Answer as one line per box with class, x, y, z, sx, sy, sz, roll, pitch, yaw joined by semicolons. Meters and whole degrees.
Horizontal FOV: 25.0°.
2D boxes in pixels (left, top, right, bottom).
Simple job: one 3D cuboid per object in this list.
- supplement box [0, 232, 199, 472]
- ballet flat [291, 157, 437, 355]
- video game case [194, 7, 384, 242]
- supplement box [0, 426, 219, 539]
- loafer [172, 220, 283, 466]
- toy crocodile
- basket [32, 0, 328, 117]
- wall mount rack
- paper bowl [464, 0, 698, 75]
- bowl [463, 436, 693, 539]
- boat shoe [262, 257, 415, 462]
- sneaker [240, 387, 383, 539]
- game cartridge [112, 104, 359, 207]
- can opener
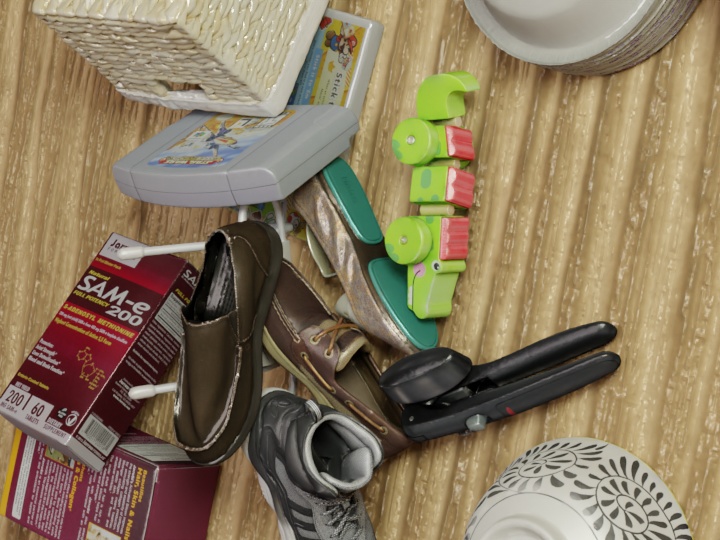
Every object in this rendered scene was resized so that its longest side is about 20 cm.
supplement box;-0.233;0.072;1.493;0.108;0.061;0.201;19;69;37
ballet flat;0.000;0.000;1.362;0.067;0.068;0.201;-40;64;34
video game case;-0.076;-0.144;1.461;0.181;0.023;0.201;22;100;37
supplement box;-0.237;0.206;1.525;0.199;0.085;0.111;17;97;38
loafer;-0.120;0.054;1.295;0.073;0.071;0.201;5;84;36
toy crocodile;0.065;-0.061;1.313;0.061;0.067;0.201;3;89;38
basket;-0.147;-0.257;1.402;0.197;0.161;0.201;10;75;37
wall mount rack;-0.118;0.031;1.373;0.074;0.173;0.201;1;99;33
paper bowl;0.158;-0.253;1.229;0.200;0.104;0.202;-2;88;39
bowl;0.142;0.226;1.218;0.200;0.094;0.202;-4;84;39
boat shoe;-0.019;0.067;1.338;0.072;0.072;0.201;-30;91;43
sneaker;-0.020;0.186;1.308;0.114;0.075;0.201;-6;115;59
game cartridge;-0.114;-0.099;1.390;0.199;0.133;0.042;4;119;40
can opener;0.112;0.089;1.270;0.199;0.079;0.064;-15;62;28
